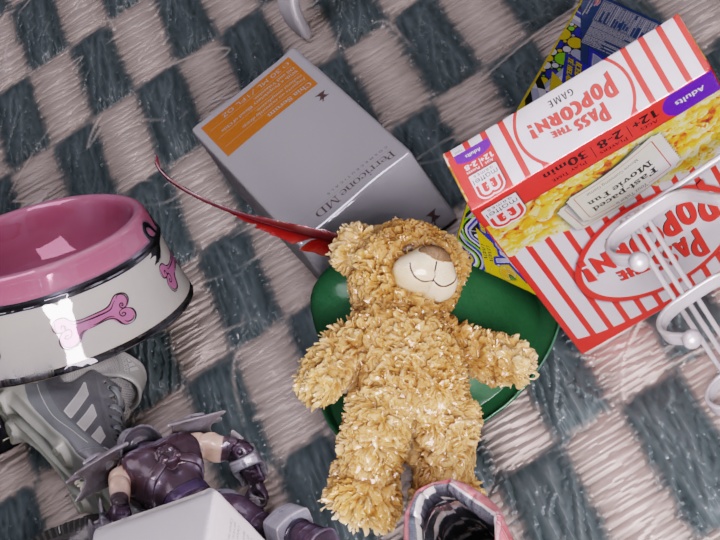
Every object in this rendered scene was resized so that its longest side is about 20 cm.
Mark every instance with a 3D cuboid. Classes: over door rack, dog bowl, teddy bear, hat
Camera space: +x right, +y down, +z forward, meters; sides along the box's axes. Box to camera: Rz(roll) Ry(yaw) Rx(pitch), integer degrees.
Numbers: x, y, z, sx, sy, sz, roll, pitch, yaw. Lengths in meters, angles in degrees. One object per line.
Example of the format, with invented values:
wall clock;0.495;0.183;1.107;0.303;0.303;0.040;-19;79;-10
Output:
over door rack;0.247;-0.024;1.232;0.200;0.148;0.067;-41;36;-5
dog bowl;-0.223;0.009;1.570;0.200;0.074;0.200;-13;18;4
teddy bear;0.030;0.062;1.312;0.145;0.067;0.200;19;72;1
hat;0.000;0.000;1.378;0.200;0.176;0.166;-23;39;17

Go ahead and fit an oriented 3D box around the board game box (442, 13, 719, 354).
board game box;0.154;-0.044;1.284;0.151;0.200;0.046;-31;56;9

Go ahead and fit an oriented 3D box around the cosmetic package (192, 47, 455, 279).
cosmetic package;-0.029;-0.069;1.566;0.101;0.071;0.200;-40;37;-4

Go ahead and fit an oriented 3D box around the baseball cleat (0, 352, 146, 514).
baseball cleat;-0.174;0.104;1.499;0.106;0.070;0.200;-30;45;-24

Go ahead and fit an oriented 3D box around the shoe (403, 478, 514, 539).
shoe;0.074;0.199;1.177;0.071;0.091;0.200;-30;37;8

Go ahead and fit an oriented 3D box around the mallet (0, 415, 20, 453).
mallet;-0.271;0.068;1.648;0.066;0.041;0.200;-26;33;18

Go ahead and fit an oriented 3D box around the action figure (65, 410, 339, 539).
action figure;-0.097;0.152;1.368;0.130;0.069;0.200;-31;43;-24

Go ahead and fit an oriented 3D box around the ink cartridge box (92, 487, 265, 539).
ink cartridge box;-0.061;0.235;1.159;0.083;0.200;0.147;-21;39;25

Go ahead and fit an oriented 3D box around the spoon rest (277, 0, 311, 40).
spoon rest;0.013;-0.269;1.757;0.200;0.061;0.099;-41;37;-4

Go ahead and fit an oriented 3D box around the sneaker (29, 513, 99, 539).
sneaker;-0.232;0.219;1.393;0.200;0.090;0.067;-34;77;9

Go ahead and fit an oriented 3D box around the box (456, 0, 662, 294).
box;0.130;-0.083;1.421;0.064;0.070;0.200;25;54;10
